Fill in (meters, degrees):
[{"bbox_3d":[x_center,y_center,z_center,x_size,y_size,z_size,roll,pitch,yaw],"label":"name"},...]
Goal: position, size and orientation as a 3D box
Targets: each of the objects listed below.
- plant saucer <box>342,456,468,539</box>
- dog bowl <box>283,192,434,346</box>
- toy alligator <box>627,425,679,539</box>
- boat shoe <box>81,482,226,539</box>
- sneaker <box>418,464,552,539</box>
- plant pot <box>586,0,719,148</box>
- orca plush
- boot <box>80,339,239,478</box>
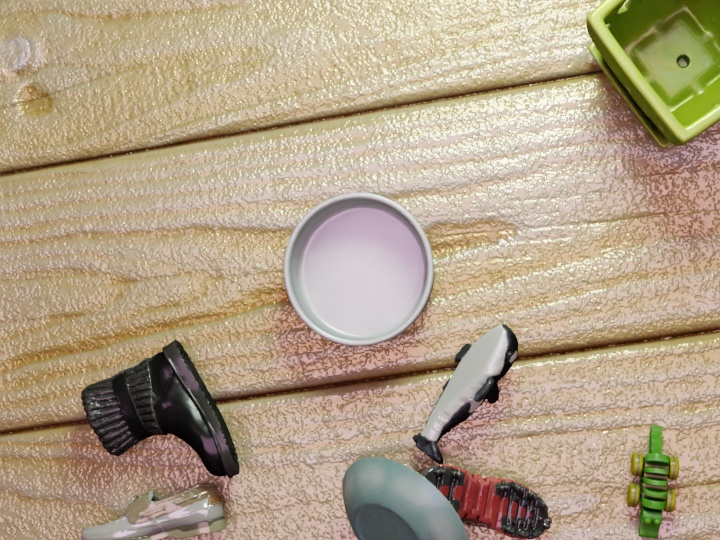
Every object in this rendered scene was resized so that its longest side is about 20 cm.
[{"bbox_3d":[0.046,0.332,1.445,0.200,0.039,0.203,22,130,29],"label":"plant saucer"},{"bbox_3d":[0.000,0.000,1.509,0.198,0.079,0.202,0,87,6],"label":"dog bowl"},{"bbox_3d":[0.378,0.304,1.467,0.059,0.054,0.202,6,88,7],"label":"toy alligator"},{"bbox_3d":[-0.283,0.334,1.534,0.198,0.075,0.069,-10,81,-1],"label":"boat shoe"},{"bbox_3d":[0.153,0.302,1.486,0.199,0.098,0.071,18,77,-16],"label":"sneaker"},{"bbox_3d":[0.410,-0.279,1.424,0.198,0.181,0.201,-36,84,3],"label":"plant pot"},{"bbox_3d":[0.156,0.169,1.491,0.071,0.105,0.201,29,88,-25],"label":"orca plush"},{"bbox_3d":[-0.268,0.216,1.526,0.157,0.079,0.212,-31,74,-3],"label":"boot"}]
